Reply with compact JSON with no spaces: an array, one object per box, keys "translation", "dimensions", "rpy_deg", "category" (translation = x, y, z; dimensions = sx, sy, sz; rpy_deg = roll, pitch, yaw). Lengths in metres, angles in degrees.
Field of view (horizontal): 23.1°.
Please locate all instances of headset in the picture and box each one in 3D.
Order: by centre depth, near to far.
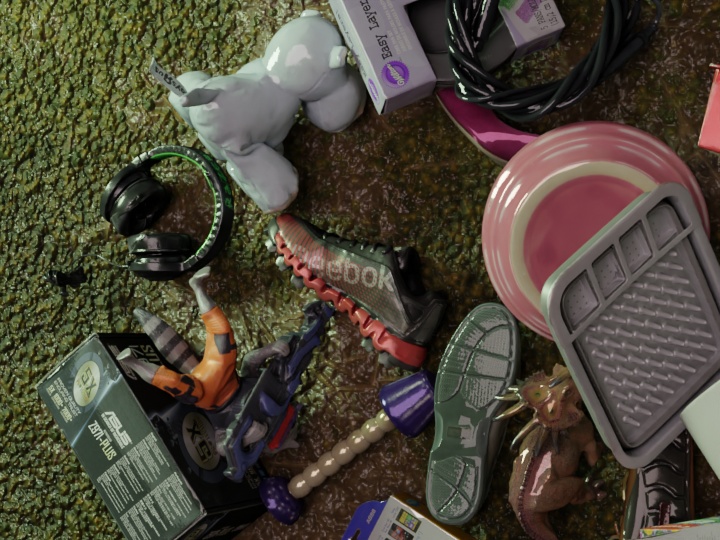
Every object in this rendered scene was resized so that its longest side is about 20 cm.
[{"translation":[-0.216,-0.040,1.710],"dimensions":[0.199,0.094,0.124],"rpy_deg":[-33,76,23],"category":"headset"}]

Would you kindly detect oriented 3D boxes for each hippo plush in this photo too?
[{"translation":[-0.086,-0.174,1.639],"dimensions":[0.161,0.200,0.159],"rpy_deg":[-40,41,-3],"category":"hippo plush"}]

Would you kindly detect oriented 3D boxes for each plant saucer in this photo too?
[{"translation":[0.203,-0.026,1.519],"dimensions":[0.198,0.051,0.203],"rpy_deg":[1,106,5],"category":"plant saucer"}]

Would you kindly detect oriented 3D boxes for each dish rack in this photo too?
[{"translation":[0.230,0.044,1.455],"dimensions":[0.171,0.201,0.043],"rpy_deg":[-40,28,-22],"category":"dish rack"}]

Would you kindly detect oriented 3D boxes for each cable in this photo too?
[{"translation":[0.154,-0.220,1.532],"dimensions":[0.200,0.051,0.164],"rpy_deg":[-39,83,-11],"category":"cable"}]

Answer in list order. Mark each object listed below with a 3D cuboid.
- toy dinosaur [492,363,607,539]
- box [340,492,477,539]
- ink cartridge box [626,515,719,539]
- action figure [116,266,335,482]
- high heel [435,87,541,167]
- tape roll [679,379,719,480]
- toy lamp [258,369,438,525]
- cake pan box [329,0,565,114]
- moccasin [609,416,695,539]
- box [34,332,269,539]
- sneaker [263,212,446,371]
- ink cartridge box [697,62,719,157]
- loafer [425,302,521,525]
[{"translation":[0.160,0.164,1.523],"dimensions":[0.085,0.135,0.202],"rpy_deg":[8,91,22],"category":"toy dinosaur"},{"translation":[0.069,0.294,1.609],"dimensions":[0.199,0.041,0.120],"rpy_deg":[32,100,23],"category":"box"},{"translation":[0.272,0.262,1.440],"dimensions":[0.050,0.198,0.110],"rpy_deg":[-10,83,52],"category":"ink cartridge box"},{"translation":[-0.115,0.088,1.643],"dimensions":[0.104,0.201,0.194],"rpy_deg":[-8,127,49],"category":"action figure"},{"translation":[0.162,-0.125,1.578],"dimensions":[0.200,0.067,0.096],"rpy_deg":[41,97,11],"category":"high heel"},{"translation":[0.374,0.119,1.401],"dimensions":[0.202,0.202,0.140],"rpy_deg":[-36,74,17],"category":"tape roll"},{"translation":[-0.004,0.163,1.636],"dimensions":[0.199,0.058,0.058],"rpy_deg":[-38,75,20],"category":"toy lamp"},{"translation":[0.065,-0.259,1.585],"dimensions":[0.183,0.052,0.202],"rpy_deg":[-21,80,-7],"category":"cake pan box"},{"translation":[0.252,0.225,1.521],"dimensions":[0.073,0.078,0.204],"rpy_deg":[-2,83,7],"category":"moccasin"},{"translation":[-0.188,0.162,1.653],"dimensions":[0.086,0.163,0.201],"rpy_deg":[-39,74,17],"category":"box"},{"translation":[0.000,0.000,1.632],"dimensions":[0.200,0.071,0.098],"rpy_deg":[40,103,17],"category":"sneaker"},{"translation":[0.345,-0.113,1.422],"dimensions":[0.115,0.200,0.068],"rpy_deg":[16,94,22],"category":"ink cartridge box"},{"translation":[0.104,0.129,1.592],"dimensions":[0.071,0.063,0.202],"rpy_deg":[13,90,23],"category":"loafer"}]
